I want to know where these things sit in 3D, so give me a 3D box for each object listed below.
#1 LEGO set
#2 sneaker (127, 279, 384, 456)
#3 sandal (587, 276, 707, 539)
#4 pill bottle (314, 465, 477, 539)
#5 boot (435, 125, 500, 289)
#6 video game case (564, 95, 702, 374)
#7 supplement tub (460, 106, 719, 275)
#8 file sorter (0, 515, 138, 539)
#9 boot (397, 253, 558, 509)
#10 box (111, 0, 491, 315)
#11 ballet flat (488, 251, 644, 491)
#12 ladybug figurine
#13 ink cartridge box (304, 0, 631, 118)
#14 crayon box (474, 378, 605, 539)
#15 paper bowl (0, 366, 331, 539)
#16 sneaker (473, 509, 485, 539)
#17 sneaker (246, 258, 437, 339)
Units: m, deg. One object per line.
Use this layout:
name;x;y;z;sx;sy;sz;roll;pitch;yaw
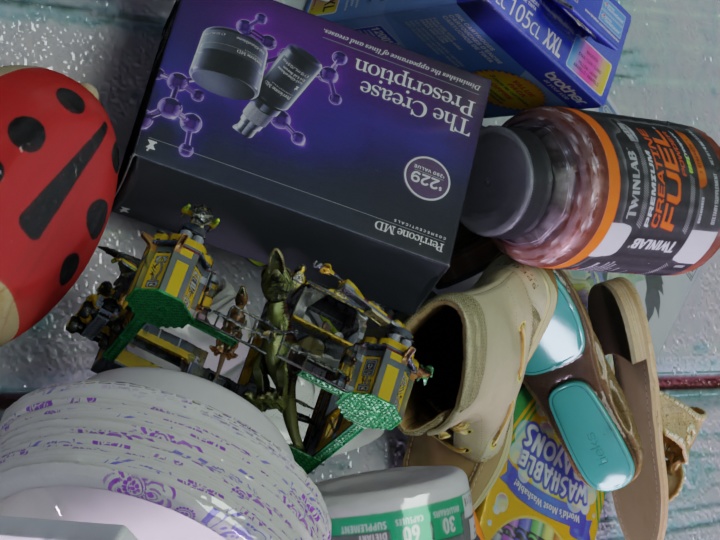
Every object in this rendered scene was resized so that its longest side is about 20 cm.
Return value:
LEGO set;-0.055;0.021;1.403;0.200;0.154;0.116;22;57;-6
sneaker;-0.063;0.062;1.535;0.200;0.074;0.116;-7;95;-45
sandal;0.222;0.102;1.796;0.070;0.078;0.212;-16;105;-22
pill bottle;0.022;0.222;1.454;0.113;0.113;0.200;-12;94;-46
boot;0.107;-0.074;1.710;0.200;0.075;0.097;-34;100;-35
video game case;0.178;-0.019;1.833;0.200;0.022;0.182;52;53;-31
supplement tub;0.149;-0.051;1.608;0.200;0.107;0.107;2;85;-46
file sorter;-0.179;0.221;1.309;0.139;0.200;0.125;52;55;-31
boot;0.053;0.092;1.589;0.155;0.073;0.200;-25;141;-64
box;-0.035;-0.077;1.492;0.200;0.079;0.141;19;62;-9
ballet flat;0.143;0.058;1.697;0.200;0.068;0.072;60;21;-19
ladybug figurine;-0.199;-0.038;1.399;0.136;0.072;0.200;50;54;-31
ink cartridge box;0.081;-0.165;1.612;0.136;0.200;0.076;36;62;-38
crayon box;0.110;0.173;1.725;0.126;0.052;0.200;32;65;-40
paper bowl;-0.114;0.132;1.383;0.201;0.201;0.104;47;44;-33
sneaker;0.078;0.207;1.612;0.112;0.078;0.200;-32;122;-43
sneaker;0.000;0.000;1.600;0.200;0.081;0.074;38;61;-39
